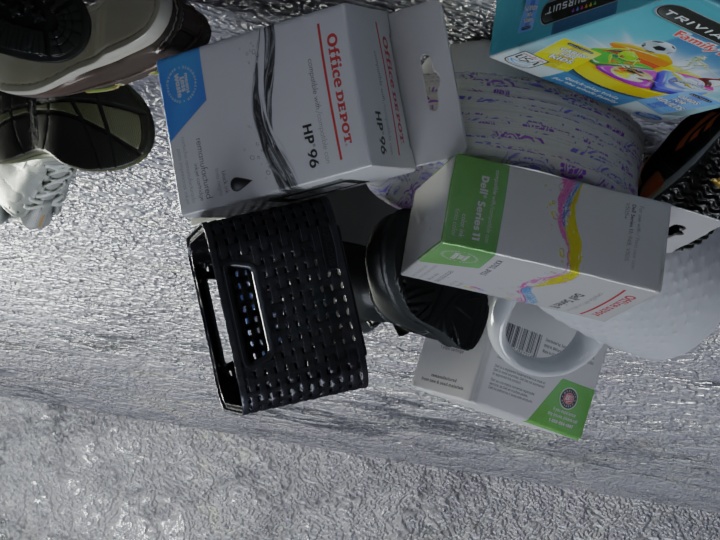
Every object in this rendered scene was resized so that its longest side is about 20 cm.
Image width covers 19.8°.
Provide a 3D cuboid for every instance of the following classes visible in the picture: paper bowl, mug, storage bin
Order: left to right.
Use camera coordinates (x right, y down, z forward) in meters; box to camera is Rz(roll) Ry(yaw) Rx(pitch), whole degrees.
[{"bbox_3d":[-0.063,0.027,1.492,0.093,0.136,0.200,-12,179,-10],"label":"storage bin"},{"bbox_3d":[0.107,-0.098,1.505,0.200,0.105,0.201,10,167,2],"label":"paper bowl"},{"bbox_3d":[0.182,-0.001,1.673,0.175,0.200,0.148,22,-161,-36],"label":"mug"}]

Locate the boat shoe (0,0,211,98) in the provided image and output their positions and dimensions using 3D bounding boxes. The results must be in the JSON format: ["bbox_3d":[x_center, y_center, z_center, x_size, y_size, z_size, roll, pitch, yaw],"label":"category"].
[{"bbox_3d":[-0.196,-0.163,1.523,0.199,0.072,0.059,-13,154,40],"label":"boat shoe"}]

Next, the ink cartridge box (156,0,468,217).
[{"bbox_3d":[-0.035,-0.113,1.424,0.199,0.117,0.068,-14,174,29],"label":"ink cartridge box"}]

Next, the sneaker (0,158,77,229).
[{"bbox_3d":[-0.275,-0.085,1.832,0.075,0.093,0.200,2,173,-27],"label":"sneaker"}]

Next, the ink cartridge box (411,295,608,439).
[{"bbox_3d":[0.146,0.029,1.784,0.145,0.201,0.084,21,173,-41],"label":"ink cartridge box"}]

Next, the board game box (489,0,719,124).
[{"bbox_3d":[0.203,-0.154,1.334,0.150,0.047,0.200,17,165,-30],"label":"board game box"}]

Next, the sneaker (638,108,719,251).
[{"bbox_3d":[0.267,-0.100,1.480,0.070,0.090,0.200,27,134,-25],"label":"sneaker"}]

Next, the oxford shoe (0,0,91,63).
[{"bbox_3d":[-0.254,-0.193,1.409,0.199,0.073,0.084,29,-179,24],"label":"oxford shoe"}]

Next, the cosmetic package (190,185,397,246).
[{"bbox_3d":[-0.036,-0.061,1.759,0.199,0.107,0.090,16,164,-32],"label":"cosmetic package"}]

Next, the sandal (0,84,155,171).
[{"bbox_3d":[-0.234,-0.121,1.654,0.200,0.080,0.057,6,-176,41],"label":"sandal"}]

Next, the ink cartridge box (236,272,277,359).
[{"bbox_3d":[-0.078,-0.006,1.866,0.076,0.201,0.136,-12,-179,-1],"label":"ink cartridge box"}]

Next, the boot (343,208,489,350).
[{"bbox_3d":[0.000,-0.001,1.626,0.162,0.074,0.198,14,163,28],"label":"boot"}]

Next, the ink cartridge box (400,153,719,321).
[{"bbox_3d":[0.140,-0.016,1.444,0.199,0.068,0.117,12,166,-10],"label":"ink cartridge box"}]
